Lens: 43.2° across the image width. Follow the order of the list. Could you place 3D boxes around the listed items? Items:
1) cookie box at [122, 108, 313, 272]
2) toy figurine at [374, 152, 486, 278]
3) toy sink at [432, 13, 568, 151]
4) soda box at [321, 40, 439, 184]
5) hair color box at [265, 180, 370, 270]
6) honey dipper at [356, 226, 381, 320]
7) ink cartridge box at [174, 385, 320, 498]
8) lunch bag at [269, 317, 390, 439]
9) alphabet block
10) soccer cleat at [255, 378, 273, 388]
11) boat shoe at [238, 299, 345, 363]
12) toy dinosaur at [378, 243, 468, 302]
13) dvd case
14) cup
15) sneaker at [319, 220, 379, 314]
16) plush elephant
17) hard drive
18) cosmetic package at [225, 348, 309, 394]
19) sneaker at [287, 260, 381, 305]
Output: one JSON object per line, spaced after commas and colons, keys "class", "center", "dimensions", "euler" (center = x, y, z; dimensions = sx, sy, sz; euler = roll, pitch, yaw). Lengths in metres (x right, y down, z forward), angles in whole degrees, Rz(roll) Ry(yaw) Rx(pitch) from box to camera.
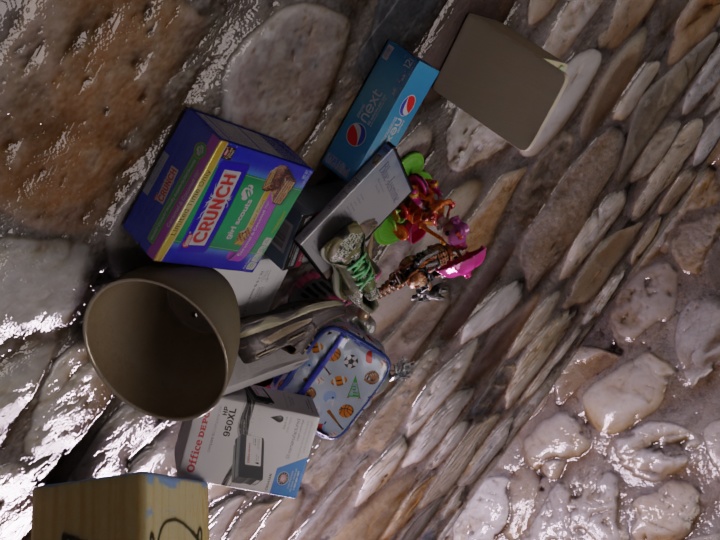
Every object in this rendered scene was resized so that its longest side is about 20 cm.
{"class": "cookie box", "center": [-0.175, -0.092, 1.146], "dimensions": [0.172, 0.075, 0.199], "euler": [-57, 152, 14]}
{"class": "toy figurine", "center": [0.135, -0.075, 1.538], "dimensions": [0.149, 0.184, 0.202], "euler": [-35, 149, -28]}
{"class": "toy sink", "center": [0.236, -0.288, 1.409], "dimensions": [0.111, 0.199, 0.132], "euler": [-8, 131, -53]}
{"class": "soda box", "center": [0.028, -0.222, 1.316], "dimensions": [0.068, 0.064, 0.202], "euler": [4, 122, -59]}
{"class": "hair color box", "center": [-0.054, -0.074, 1.378], "dimensions": [0.199, 0.060, 0.100], "euler": [-18, 139, -49]}
{"class": "honey dipper", "center": [0.011, -0.018, 1.486], "dimensions": [0.038, 0.038, 0.204], "euler": [-5, 103, -55]}
{"class": "ink cartridge box", "center": [-0.180, 0.261, 1.429], "dimensions": [0.197, 0.084, 0.147], "euler": [14, 101, -16]}
{"class": "lunch bag", "center": [-0.057, 0.180, 1.513], "dimensions": [0.159, 0.076, 0.201], "euler": [31, 104, -22]}
{"class": "alphabet block", "center": [-0.340, 0.408, 1.299], "dimensions": [0.193, 0.203, 0.195], "euler": [-12, 160, 18]}
{"class": "soccer cleat", "center": [-0.199, 0.236, 1.557], "dimensions": [0.199, 0.067, 0.077], "euler": [-38, 121, -13]}
{"class": "boat shoe", "center": [-0.109, 0.092, 1.389], "dimensions": [0.198, 0.074, 0.075], "euler": [-15, 98, -30]}
{"class": "toy dinosaur", "center": [0.106, -0.002, 1.680], "dimensions": [0.197, 0.104, 0.136], "euler": [-9, 165, 10]}
{"class": "dvd case", "center": [-0.006, -0.084, 1.349], "dimensions": [0.200, 0.018, 0.143], "euler": [-47, 154, -6]}
{"class": "cup", "center": [-0.232, 0.069, 1.166], "dimensions": [0.202, 0.198, 0.144], "euler": [-68, 174, 31]}
{"class": "sneaker", "center": [0.000, 0.000, 1.349], "dimensions": [0.077, 0.089, 0.201], "euler": [-41, 154, -13]}
{"class": "plush elephant", "center": [-0.020, 0.166, 1.657], "dimensions": [0.198, 0.155, 0.166], "euler": [-26, -153, 24]}
{"class": "hard drive", "center": [-0.194, 0.036, 1.333], "dimensions": [0.199, 0.027, 0.133], "euler": [-9, 132, -55]}
{"class": "cosmetic package", "center": [-0.180, 0.134, 1.390], "dimensions": [0.198, 0.084, 0.051], "euler": [-15, 165, -42]}
{"class": "sneaker", "center": [-0.049, 0.043, 1.533], "dimensions": [0.199, 0.079, 0.096], "euler": [-21, 153, -43]}
